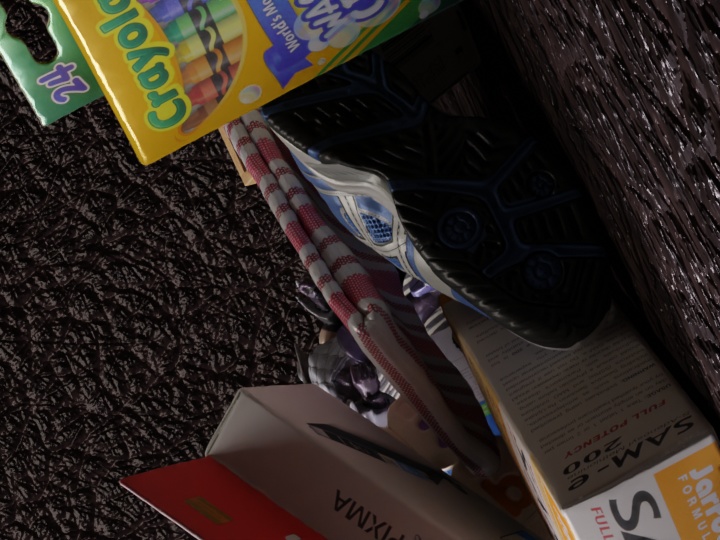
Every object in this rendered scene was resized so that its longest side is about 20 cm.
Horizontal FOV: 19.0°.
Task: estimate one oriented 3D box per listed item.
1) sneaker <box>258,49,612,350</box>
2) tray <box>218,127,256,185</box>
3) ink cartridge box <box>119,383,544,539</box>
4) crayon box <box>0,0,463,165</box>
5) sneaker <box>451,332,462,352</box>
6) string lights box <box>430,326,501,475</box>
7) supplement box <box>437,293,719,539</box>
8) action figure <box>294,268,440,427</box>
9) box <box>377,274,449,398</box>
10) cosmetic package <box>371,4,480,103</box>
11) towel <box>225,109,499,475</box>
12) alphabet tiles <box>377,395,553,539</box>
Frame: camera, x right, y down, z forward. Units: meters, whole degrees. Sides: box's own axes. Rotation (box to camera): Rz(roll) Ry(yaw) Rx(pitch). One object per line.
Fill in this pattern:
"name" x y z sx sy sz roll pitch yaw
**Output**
"sneaker" 0.039 -0.031 0.972 0.200 0.076 0.077 42 168 28
"tray" -0.034 -0.139 1.229 0.200 0.037 0.099 -43 69 53
"ink cartridge box" 0.012 0.124 0.991 0.199 0.045 0.176 33 -169 18
"crayon box" -0.056 -0.124 0.876 0.052 0.199 0.126 61 178 36
"sneaker" 0.071 -0.020 1.126 0.200 0.065 0.079 -101 13 -72
"string lights box" 0.104 0.117 1.154 0.059 0.102 0.201 68 177 -65
"supplement box" 0.110 0.086 0.960 0.127 0.073 0.200 64 179 -27
"action figure" 0.008 0.031 1.296 0.069 0.201 0.130 16 -152 -42
"box" 0.040 0.052 1.394 0.068 0.081 0.202 -85 -9 -70
"cosmetic package" -0.036 -0.151 1.090 0.200 0.073 0.104 30 154 50
"towel" 0.000 0.000 1.083 0.146 0.030 0.201 48 -173 -48
"alphabet tiles" 0.061 0.150 1.081 0.195 0.200 0.015 40 158 25
